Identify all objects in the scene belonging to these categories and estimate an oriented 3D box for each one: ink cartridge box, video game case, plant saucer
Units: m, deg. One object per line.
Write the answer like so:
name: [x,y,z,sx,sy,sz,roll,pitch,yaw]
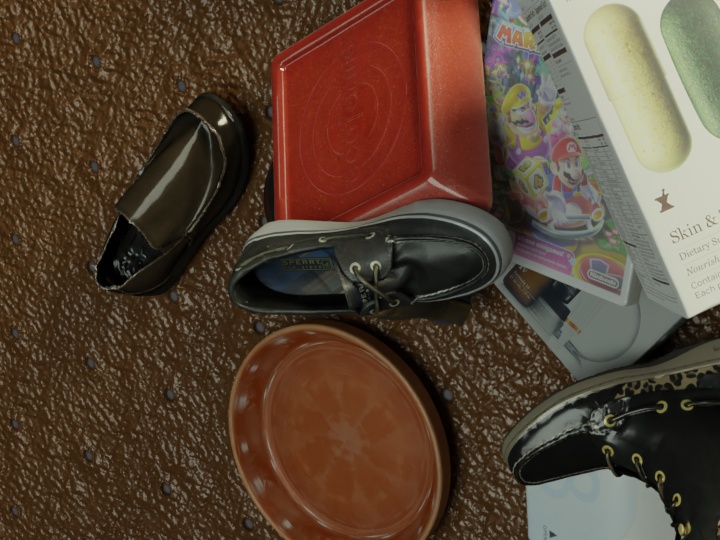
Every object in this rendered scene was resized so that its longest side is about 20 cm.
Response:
ink cartridge box: [0.209,0.190,1.306,0.199,0.047,0.162,9,111,35]
video game case: [0.133,-0.094,1.205,0.143,0.018,0.202,24,115,39]
plant saucer: [-0.015,0.134,1.457,0.199,0.032,0.202,13,114,31]
plant saucer: [0.002,-0.101,1.288,0.199,0.037,0.201,-26,58,43]

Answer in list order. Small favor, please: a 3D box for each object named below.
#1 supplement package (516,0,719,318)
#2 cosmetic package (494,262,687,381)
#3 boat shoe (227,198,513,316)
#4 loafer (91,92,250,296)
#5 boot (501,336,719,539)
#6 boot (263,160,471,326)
supplement package: [0.197,-0.100,1.052,0.151,0.151,0.201,-24,92,2]
cosmetic package: [0.147,-0.037,1.270,0.200,0.052,0.151,49,125,12]
boat shoe: [0.000,0.000,1.217,0.198,0.066,0.070,1,124,29]
loafer: [-0.149,-0.048,1.463,0.073,0.071,0.201,40,125,17]
boot: [0.196,0.138,1.214,0.198,0.073,0.152,-20,57,13]
boot: [0.001,-0.020,1.366,0.075,0.096,0.200,-57,39,18]
